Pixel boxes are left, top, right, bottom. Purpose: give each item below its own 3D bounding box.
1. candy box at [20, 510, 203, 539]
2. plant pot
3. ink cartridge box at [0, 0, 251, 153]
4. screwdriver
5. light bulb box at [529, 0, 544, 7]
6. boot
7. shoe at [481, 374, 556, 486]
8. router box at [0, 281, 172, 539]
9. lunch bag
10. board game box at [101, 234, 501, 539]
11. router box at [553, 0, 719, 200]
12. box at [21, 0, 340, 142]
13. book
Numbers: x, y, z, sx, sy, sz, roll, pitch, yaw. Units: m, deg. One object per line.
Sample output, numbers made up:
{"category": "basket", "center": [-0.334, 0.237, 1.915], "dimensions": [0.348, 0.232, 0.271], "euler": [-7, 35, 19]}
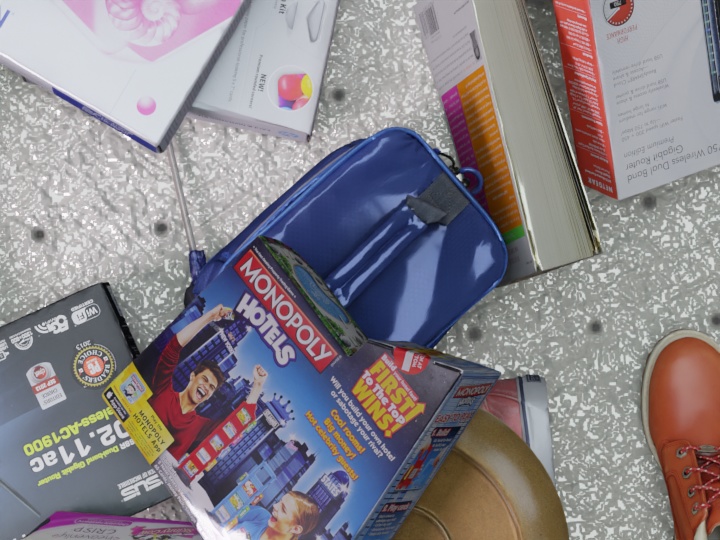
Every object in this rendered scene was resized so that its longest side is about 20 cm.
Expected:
{"category": "candy box", "center": [-0.137, 0.259, 1.636], "dimensions": [0.136, 0.061, 0.201], "euler": [3, 111, 25]}
{"category": "plant pot", "center": [0.030, 0.174, 1.586], "dimensions": [0.199, 0.027, 0.201], "euler": [2, 98, 16]}
{"category": "ink cartridge box", "center": [-0.166, -0.211, 1.687], "dimensions": [0.196, 0.043, 0.201], "euler": [29, 85, 2]}
{"category": "screwdriver", "center": [-0.113, -0.030, 1.728], "dimensions": [0.029, 0.028, 0.201], "euler": [-12, 84, 27]}
{"category": "light bulb box", "center": [0.090, -0.314, 1.700], "dimensions": [0.200, 0.125, 0.199], "euler": [33, 87, 1]}
{"category": "boot", "center": [0.234, 0.135, 1.688], "dimensions": [0.075, 0.107, 0.201], "euler": [-10, 85, -1]}
{"category": "shoe", "center": [0.088, 0.172, 1.702], "dimensions": [0.091, 0.071, 0.201], "euler": [-6, 84, 3]}
{"category": "router box", "center": [-0.227, 0.115, 1.697], "dimensions": [0.199, 0.062, 0.150], "euler": [-25, 89, -3]}
{"category": "lunch bag", "center": [0.000, 0.000, 1.662], "dimensions": [0.200, 0.132, 0.136], "euler": [-43, 97, -9]}
{"category": "board game box", "center": [-0.025, 0.086, 1.549], "dimensions": [0.200, 0.062, 0.200], "euler": [-43, 71, 18]}
{"category": "router box", "center": [0.225, -0.163, 1.669], "dimensions": [0.199, 0.049, 0.180], "euler": [-20, 113, -22]}
{"category": "box", "center": [-0.115, -0.184, 1.726], "dimensions": [0.199, 0.041, 0.157], "euler": [11, 84, 0]}
{"category": "book", "center": [0.089, -0.093, 1.682], "dimensions": [0.048, 0.134, 0.201], "euler": [-16, 88, -16]}
